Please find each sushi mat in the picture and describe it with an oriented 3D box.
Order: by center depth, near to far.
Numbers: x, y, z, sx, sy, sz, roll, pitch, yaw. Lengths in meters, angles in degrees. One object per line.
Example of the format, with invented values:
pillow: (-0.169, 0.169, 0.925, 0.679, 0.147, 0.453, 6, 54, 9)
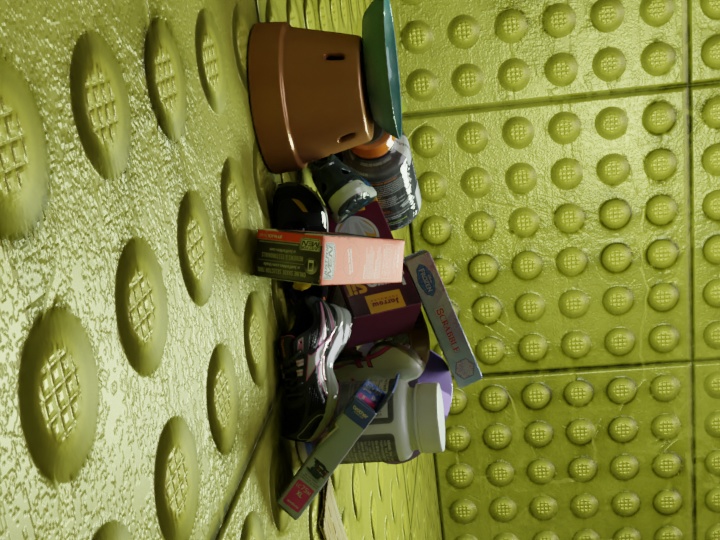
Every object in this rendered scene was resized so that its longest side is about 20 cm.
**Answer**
sushi mat: (-0.040, 0.416, 1.457, 0.096, 0.012, 0.201, -83, 166, -48)

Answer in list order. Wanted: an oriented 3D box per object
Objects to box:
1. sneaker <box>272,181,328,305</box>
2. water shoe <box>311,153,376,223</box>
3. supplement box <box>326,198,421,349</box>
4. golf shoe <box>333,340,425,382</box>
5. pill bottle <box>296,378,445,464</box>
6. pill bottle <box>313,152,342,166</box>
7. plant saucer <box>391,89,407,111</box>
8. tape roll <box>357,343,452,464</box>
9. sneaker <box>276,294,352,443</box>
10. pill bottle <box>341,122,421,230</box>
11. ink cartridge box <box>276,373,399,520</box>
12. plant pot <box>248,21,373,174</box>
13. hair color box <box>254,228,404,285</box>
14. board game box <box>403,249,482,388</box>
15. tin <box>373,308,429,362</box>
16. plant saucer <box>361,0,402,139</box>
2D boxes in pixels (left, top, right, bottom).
sneaker: (-0.075, -0.021, 1.248, 0.091, 0.069, 0.202, -90, 173, -50)
water shoe: (-0.025, -0.118, 1.274, 0.079, 0.071, 0.200, 55, -2, 1)
supplement box: (0.000, 0.000, 1.369, 0.086, 0.109, 0.201, 107, -33, -54)
golf shoe: (0.013, 0.159, 1.379, 0.073, 0.199, 0.093, 48, 53, -26)
pill bottle: (0.016, 0.211, 1.301, 0.114, 0.197, 0.115, -4, 90, -81)
pill bottle: (-0.029, -0.202, 1.538, 0.200, 0.110, 0.113, 56, 30, -74)
plant saucer: (-0.024, -0.295, 1.476, 0.048, 0.198, 0.200, -59, 178, 6)
tape roll: (0.050, 0.207, 1.523, 0.085, 0.199, 0.202, 31, 44, -35)
sneaker: (-0.078, 0.123, 1.206, 0.086, 0.080, 0.202, 36, 50, -37)
pill bottle: (0.031, -0.156, 1.434, 0.201, 0.105, 0.107, 70, 17, -58)
ink cartridge box: (-0.025, 0.210, 1.176, 0.201, 0.042, 0.119, -52, 177, 8)
plant pot: (-0.059, -0.236, 1.248, 0.200, 0.138, 0.203, -4, 90, -83)
hair color box: (-0.034, -0.017, 1.173, 0.199, 0.101, 0.062, -2, 98, -60)
board game box: (0.123, 0.067, 1.431, 0.200, 0.041, 0.201, -70, 137, -87)
tin: (0.049, 0.070, 1.451, 0.112, 0.041, 0.202, -57, -134, 53)
plant saucer: (0.029, -0.279, 1.277, 0.200, 0.035, 0.203, -5, 90, -83)
